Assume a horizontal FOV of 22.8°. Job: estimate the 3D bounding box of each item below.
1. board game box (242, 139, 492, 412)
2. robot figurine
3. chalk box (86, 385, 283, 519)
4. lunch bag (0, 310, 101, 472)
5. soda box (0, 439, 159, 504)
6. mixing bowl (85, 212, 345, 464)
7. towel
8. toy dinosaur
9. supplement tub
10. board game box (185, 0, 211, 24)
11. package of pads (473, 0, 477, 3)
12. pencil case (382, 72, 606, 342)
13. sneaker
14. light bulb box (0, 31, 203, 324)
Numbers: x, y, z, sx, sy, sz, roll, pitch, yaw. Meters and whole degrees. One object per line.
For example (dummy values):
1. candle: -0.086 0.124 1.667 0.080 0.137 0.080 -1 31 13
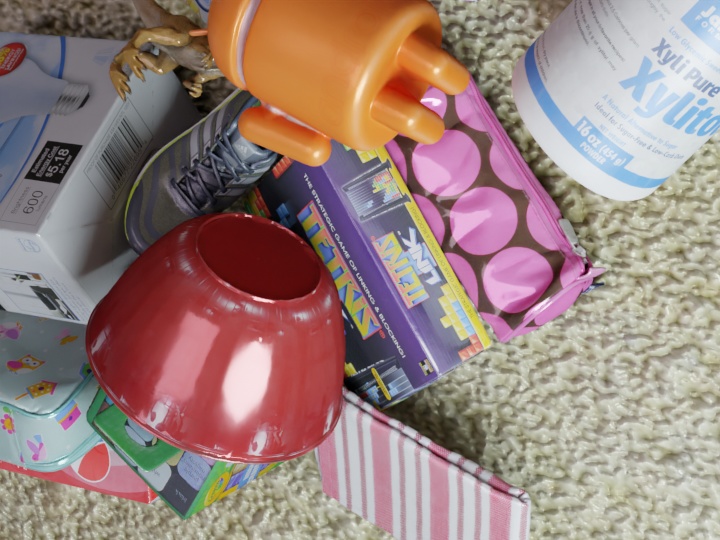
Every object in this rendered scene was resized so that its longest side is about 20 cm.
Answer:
1. board game box: 0.000 0.000 1.342 0.201 0.056 0.165 61 156 5
2. robot figurine: -0.022 -0.160 1.239 0.199 0.117 0.145 29 133 21
3. chalk box: -0.122 0.097 1.402 0.125 0.199 0.124 42 121 16
4. lunch bag: -0.282 0.087 1.532 0.198 0.160 0.078 13 129 29
5. soda box: -0.246 0.148 1.580 0.198 0.063 0.071 7 107 31
6. mixing bowl: -0.089 0.031 1.287 0.200 0.200 0.109 38 127 18
7. towel: 0.047 0.167 1.378 0.199 0.030 0.147 28 148 22
8. toy dinosaur: -0.146 -0.178 1.360 0.200 0.106 0.061 41 145 25
9. supplement tub: 0.205 -0.154 1.165 0.132 0.132 0.200 51 124 11
10. board game box: -0.118 -0.286 1.397 0.200 0.034 0.136 47 123 14
11. package of pads: 0.030 -0.288 1.276 0.119 0.075 0.202 -1 102 30
12. pencil case: 0.091 -0.053 1.293 0.094 0.090 0.201 -42 77 42
13. sneaker: -0.104 -0.088 1.353 0.074 0.081 0.200 43 87 -10
14. light bulb box: -0.258 -0.077 1.430 0.198 0.199 0.125 7 147 31
